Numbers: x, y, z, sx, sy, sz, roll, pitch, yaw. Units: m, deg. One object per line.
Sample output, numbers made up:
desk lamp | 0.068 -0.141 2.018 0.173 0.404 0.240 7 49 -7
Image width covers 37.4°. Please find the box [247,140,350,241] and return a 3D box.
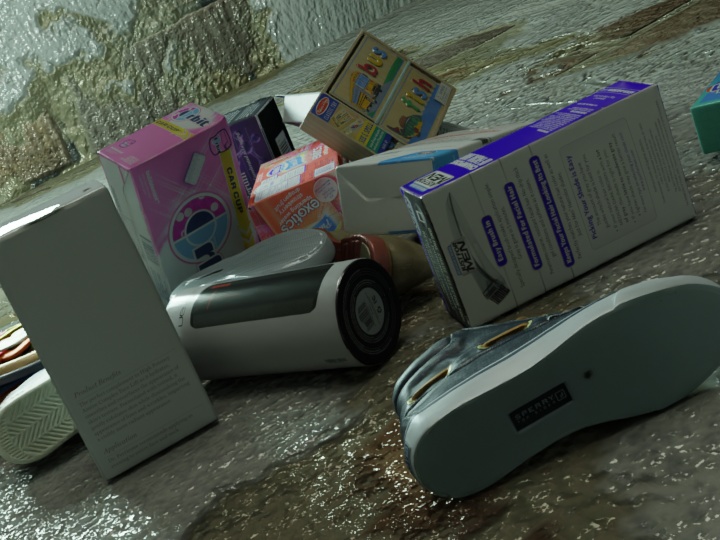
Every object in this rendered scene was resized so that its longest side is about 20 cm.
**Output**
box | -0.052 -0.069 1.130 0.101 0.096 0.200 -21 17 5

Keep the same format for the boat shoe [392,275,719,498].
boat shoe | 0.108 0.049 0.606 0.198 0.072 0.091 -26 21 1

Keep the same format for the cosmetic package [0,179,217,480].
cosmetic package | -0.196 0.043 0.803 0.101 0.203 0.074 -27 17 -15

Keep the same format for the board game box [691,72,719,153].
board game box | 0.390 -0.173 0.919 0.150 0.046 0.200 -10 22 39

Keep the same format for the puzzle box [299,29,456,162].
puzzle box | 0.024 -0.177 1.149 0.026 0.132 0.201 -55 7 41

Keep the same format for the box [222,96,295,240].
box | -0.175 -0.104 1.311 0.197 0.150 0.105 -20 18 15

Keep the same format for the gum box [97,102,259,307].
gum box | -0.171 -0.048 1.065 0.113 0.202 0.066 -33 39 -28

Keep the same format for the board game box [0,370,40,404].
board game box | -0.346 0.113 1.059 0.198 0.046 0.152 -30 18 -18

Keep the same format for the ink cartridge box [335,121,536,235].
ink cartridge box | 0.082 -0.090 1.012 0.115 0.069 0.199 -1 15 39

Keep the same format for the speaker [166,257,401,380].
speaker | -0.067 0.043 0.847 0.198 0.082 0.081 -9 22 40

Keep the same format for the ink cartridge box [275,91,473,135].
ink cartridge box | 0.011 -0.173 1.279 0.193 0.044 0.200 10 3 -23

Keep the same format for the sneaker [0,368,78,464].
sneaker | -0.227 0.094 0.920 0.198 0.076 0.084 -25 9 -20

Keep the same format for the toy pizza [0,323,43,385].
toy pizza | -0.298 0.056 1.015 0.197 0.032 0.200 -23 13 5

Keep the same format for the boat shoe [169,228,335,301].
boat shoe | -0.089 0.016 0.951 0.198 0.062 0.072 -17 26 42

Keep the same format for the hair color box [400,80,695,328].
hair color box | 0.141 -0.052 0.802 0.198 0.111 0.065 -26 17 -9

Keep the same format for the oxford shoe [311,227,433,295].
oxford shoe | 0.000 0.000 0.945 0.074 0.072 0.199 0 5 -24
